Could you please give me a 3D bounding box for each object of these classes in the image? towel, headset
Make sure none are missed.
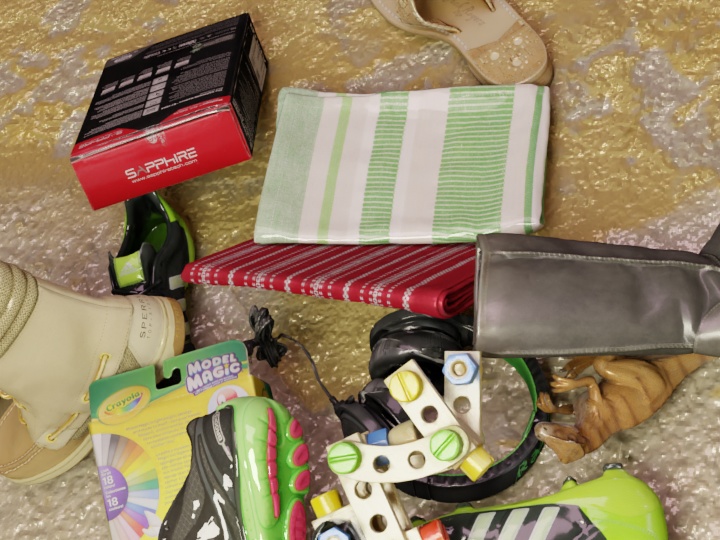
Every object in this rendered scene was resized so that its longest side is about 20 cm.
[{"bbox_3d":[0.032,-0.077,1.396,0.199,0.023,0.153,1,47,8],"label":"towel"},{"bbox_3d":[0.023,0.071,1.276,0.199,0.094,0.124,15,60,18],"label":"headset"},{"bbox_3d":[0.000,0.000,1.330,0.199,0.023,0.144,6,15,28],"label":"towel"}]

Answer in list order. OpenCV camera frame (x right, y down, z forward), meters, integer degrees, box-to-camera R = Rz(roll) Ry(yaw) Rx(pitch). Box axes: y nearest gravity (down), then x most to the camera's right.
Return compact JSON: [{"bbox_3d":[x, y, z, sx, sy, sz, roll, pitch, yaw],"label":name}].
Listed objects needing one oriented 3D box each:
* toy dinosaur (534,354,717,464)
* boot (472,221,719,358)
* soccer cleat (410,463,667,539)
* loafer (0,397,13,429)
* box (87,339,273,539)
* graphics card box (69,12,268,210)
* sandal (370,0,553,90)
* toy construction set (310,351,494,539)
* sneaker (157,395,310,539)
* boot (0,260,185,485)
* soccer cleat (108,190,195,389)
[{"bbox_3d":[0.174,0.069,1.246,0.199,0.061,0.106,-29,47,-29],"label":"toy dinosaur"},{"bbox_3d":[0.171,-0.003,1.244,0.199,0.073,0.182,-1,34,10],"label":"boot"},{"bbox_3d":[0.086,0.179,1.178,0.199,0.068,0.081,-18,55,6],"label":"soccer cleat"},{"bbox_3d":[-0.309,0.126,1.390,0.076,0.068,0.200,20,64,33],"label":"loafer"},{"bbox_3d":[-0.100,0.152,1.249,0.117,0.048,0.201,-16,76,10],"label":"box"},{"bbox_3d":[-0.138,-0.121,1.470,0.125,0.051,0.200,-18,25,9],"label":"graphics card box"},{"bbox_3d":[0.067,-0.209,1.487,0.077,0.070,0.212,-37,49,-8],"label":"sandal"},{"bbox_3d":[0.044,0.154,1.116,0.131,0.092,0.201,-26,68,10],"label":"toy construction set"},{"bbox_3d":[-0.077,0.177,1.186,0.083,0.077,0.201,-4,75,35],"label":"sneaker"},{"bbox_3d":[-0.230,0.068,1.305,0.200,0.155,0.073,-38,51,36],"label":"boot"},{"bbox_3d":[-0.151,0.033,1.386,0.067,0.081,0.201,-13,51,13],"label":"soccer cleat"}]
